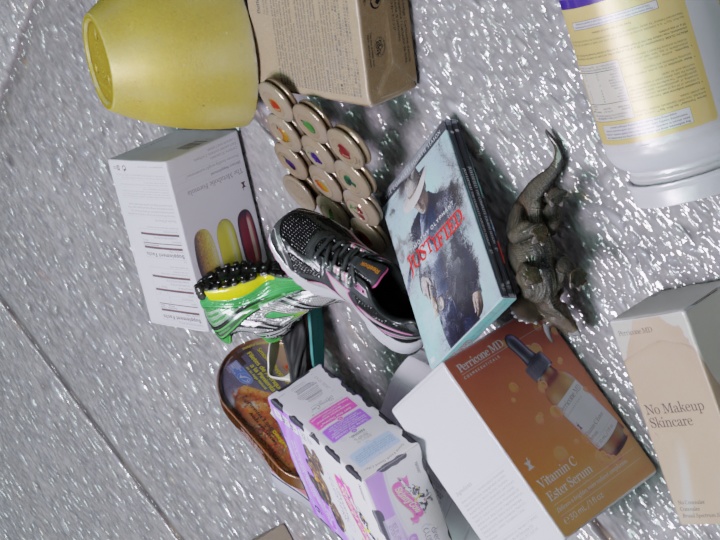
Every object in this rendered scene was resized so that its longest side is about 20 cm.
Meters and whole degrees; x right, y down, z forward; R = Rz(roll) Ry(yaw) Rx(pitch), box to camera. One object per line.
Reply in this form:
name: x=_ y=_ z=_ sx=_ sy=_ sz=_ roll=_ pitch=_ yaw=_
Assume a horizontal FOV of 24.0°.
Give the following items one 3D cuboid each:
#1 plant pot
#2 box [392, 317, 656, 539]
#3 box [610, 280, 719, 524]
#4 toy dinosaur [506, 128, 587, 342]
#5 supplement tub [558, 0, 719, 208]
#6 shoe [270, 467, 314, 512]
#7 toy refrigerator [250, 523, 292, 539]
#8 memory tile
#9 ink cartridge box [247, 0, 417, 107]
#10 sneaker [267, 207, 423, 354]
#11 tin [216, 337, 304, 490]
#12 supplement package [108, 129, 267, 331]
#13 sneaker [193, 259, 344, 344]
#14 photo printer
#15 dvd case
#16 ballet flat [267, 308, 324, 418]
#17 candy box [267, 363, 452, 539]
plant pot: x=-0.207 y=-0.232 z=1.763 sx=0.200 sy=0.141 sz=0.202 roll=163 pitch=90 yaw=-70
box: x=0.157 y=0.163 z=1.629 sx=0.201 sy=0.152 sz=0.106 roll=54 pitch=140 yaw=9
box: x=0.307 y=0.118 z=1.502 sx=0.095 sy=0.077 sz=0.202 roll=-13 pitch=101 yaw=50
toy dinosaur: x=0.162 y=-0.026 z=1.576 sx=0.102 sy=0.076 sz=0.202 roll=176 pitch=81 yaw=-72
supplement tub: x=0.250 y=-0.165 z=1.358 sx=0.145 sy=0.145 sz=0.202 roll=-7 pitch=105 yaw=48
shoe: x=-0.035 y=0.226 z=1.931 sx=0.199 sy=0.071 sz=0.092 roll=21 pitch=128 yaw=43
toy refrigerator: x=-0.090 y=0.426 z=2.095 sx=0.070 sy=0.076 sz=0.201 roll=-31 pitch=87 yaw=50
memory tile: x=-0.038 y=-0.104 z=1.735 sx=0.153 sy=0.017 sz=0.201 roll=36 pitch=159 yaw=28
ink cartridge box: x=-0.035 y=-0.274 z=1.658 sx=0.164 sy=0.075 sz=0.202 roll=16 pitch=123 yaw=43
sneaker: x=0.000 y=0.000 z=1.732 sx=0.199 sy=0.081 sz=0.086 roll=34 pitch=162 yaw=-2
tin: x=-0.080 y=0.162 z=1.912 sx=0.200 sy=0.112 sz=0.042 roll=47 pitch=163 yaw=25
supplement package: x=-0.189 y=-0.047 z=1.916 sx=0.109 sy=0.113 sz=0.202 roll=6 pitch=116 yaw=46
sneaker: x=-0.077 y=0.028 z=1.835 sx=0.198 sy=0.078 sz=0.086 roll=-10 pitch=114 yaw=21
photo printer: x=0.087 y=0.192 z=1.781 sx=0.166 sy=0.069 sz=0.201 roll=41 pitch=137 yaw=26
dvd case: x=0.082 y=-0.024 z=1.651 sx=0.146 sy=0.022 sz=0.202 roll=-49 pitch=48 yaw=49
ballet flat: x=-0.066 y=0.127 z=1.872 sx=0.068 sy=0.068 sz=0.202 roll=-14 pitch=70 yaw=18
candy box: x=0.003 y=0.214 z=1.718 sx=0.200 sy=0.071 sz=0.169 roll=34 pitch=149 yaw=53
